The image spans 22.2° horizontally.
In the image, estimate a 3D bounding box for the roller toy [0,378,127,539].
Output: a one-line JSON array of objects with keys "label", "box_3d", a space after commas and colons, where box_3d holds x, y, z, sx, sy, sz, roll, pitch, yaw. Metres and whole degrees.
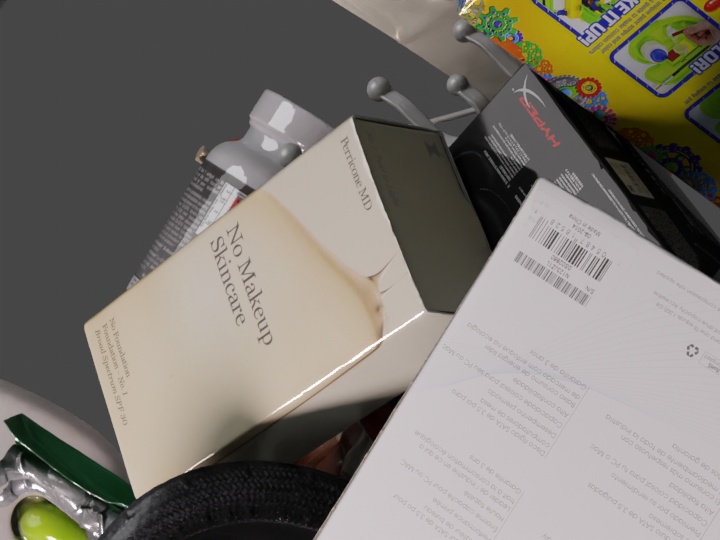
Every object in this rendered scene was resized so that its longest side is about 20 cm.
[{"label": "roller toy", "box_3d": [-0.277, 0.159, 1.385, 0.183, 0.198, 0.141, 124, 170, -69]}]

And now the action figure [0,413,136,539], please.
[{"label": "action figure", "box_3d": [-0.112, 0.155, 1.021, 0.055, 0.198, 0.118, -61, -9, -16]}]

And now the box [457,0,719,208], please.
[{"label": "box", "box_3d": [0.159, -0.165, 0.871, 0.122, 0.192, 0.201, -40, 28, 36]}]

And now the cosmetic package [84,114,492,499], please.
[{"label": "cosmetic package", "box_3d": [-0.034, 0.024, 0.869, 0.199, 0.073, 0.104, -37, 64, 33]}]

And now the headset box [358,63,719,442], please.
[{"label": "headset box", "box_3d": [0.072, 0.027, 0.878, 0.200, 0.077, 0.149, -49, 57, 25]}]

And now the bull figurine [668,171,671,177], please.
[{"label": "bull figurine", "box_3d": [0.134, -0.085, 0.994, 0.121, 0.065, 0.201, -41, 26, 45]}]

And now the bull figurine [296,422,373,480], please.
[{"label": "bull figurine", "box_3d": [-0.006, 0.090, 1.033, 0.122, 0.065, 0.200, -60, 19, 20]}]

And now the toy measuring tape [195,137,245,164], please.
[{"label": "toy measuring tape", "box_3d": [-0.090, -0.084, 1.460, 0.074, 0.073, 0.200, -55, 23, 8]}]

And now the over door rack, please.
[{"label": "over door rack", "box_3d": [0.014, -0.068, 1.000, 0.147, 0.067, 0.200, -37, 3, -28]}]

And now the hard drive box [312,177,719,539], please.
[{"label": "hard drive box", "box_3d": [0.089, 0.091, 0.737, 0.155, 0.077, 0.201, 34, 91, 27]}]

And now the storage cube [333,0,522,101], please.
[{"label": "storage cube", "box_3d": [0.091, -0.239, 1.141, 0.199, 0.170, 0.181, -24, 41, 53]}]

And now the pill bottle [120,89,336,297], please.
[{"label": "pill bottle", "box_3d": [-0.079, -0.018, 1.288, 0.201, 0.115, 0.116, -58, 22, 1]}]

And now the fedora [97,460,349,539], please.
[{"label": "fedora", "box_3d": [-0.050, 0.169, 0.874, 0.202, 0.200, 0.092, -56, 21, 5]}]
